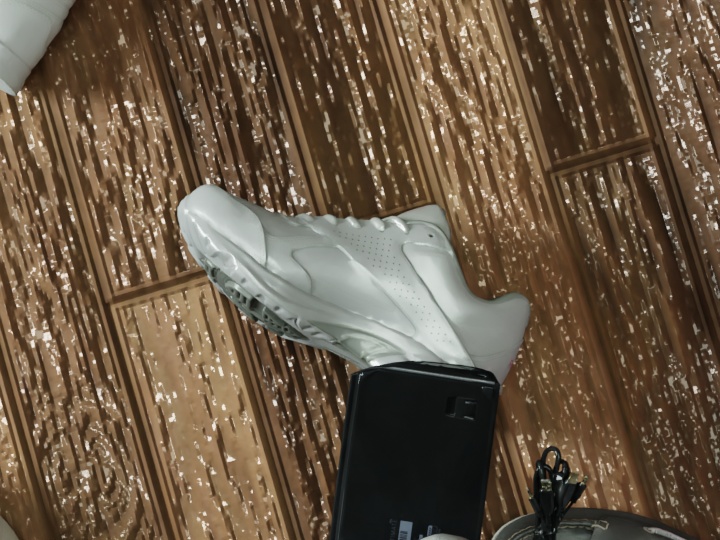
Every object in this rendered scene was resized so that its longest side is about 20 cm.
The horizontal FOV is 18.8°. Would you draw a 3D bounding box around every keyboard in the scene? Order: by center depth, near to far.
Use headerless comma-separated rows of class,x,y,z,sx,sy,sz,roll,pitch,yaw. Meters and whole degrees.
keyboard,0.046,0.146,1.114,0.126,0.021,0.202,8,107,4

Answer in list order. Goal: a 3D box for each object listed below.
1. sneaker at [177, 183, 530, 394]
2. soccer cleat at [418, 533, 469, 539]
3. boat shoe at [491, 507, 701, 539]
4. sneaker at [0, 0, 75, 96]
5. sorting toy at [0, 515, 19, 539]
sneaker,0.000,0.000,1.140,0.199,0.078,0.100,31,78,-7
soccer cleat,0.048,0.232,1.083,0.069,0.086,0.202,-9,105,9
boat shoe,0.165,0.168,1.128,0.198,0.057,0.067,16,85,1
sneaker,-0.231,-0.198,1.153,0.199,0.074,0.116,37,84,-7
sorting toy,-0.216,0.236,1.111,0.180,0.107,0.200,44,85,-16
